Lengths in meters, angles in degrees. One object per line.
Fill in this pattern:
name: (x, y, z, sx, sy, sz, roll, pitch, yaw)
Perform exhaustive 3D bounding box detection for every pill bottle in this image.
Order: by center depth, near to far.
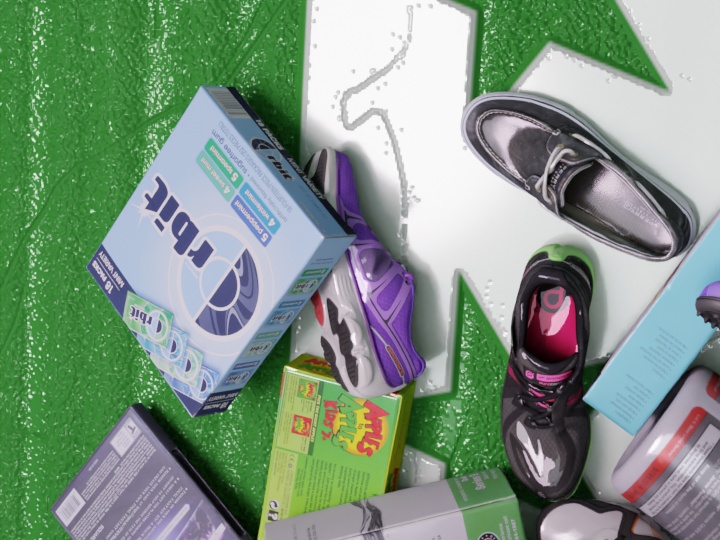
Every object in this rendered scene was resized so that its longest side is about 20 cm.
pill bottle: (0.294, 0.172, 1.127, 0.200, 0.116, 0.116, 38, 108, 8)

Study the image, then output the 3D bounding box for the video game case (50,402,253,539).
video game case: (-0.167, 0.233, 1.304, 0.200, 0.019, 0.143, 48, 117, 15)

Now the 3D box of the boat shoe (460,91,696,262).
boat shoe: (0.161, -0.073, 1.147, 0.199, 0.071, 0.072, 29, 107, 11)

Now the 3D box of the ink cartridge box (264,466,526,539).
ink cartridge box: (0.034, 0.252, 1.200, 0.199, 0.084, 0.147, -12, 102, -3)

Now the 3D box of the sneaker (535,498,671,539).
sneaker: (0.210, 0.224, 1.124, 0.200, 0.080, 0.074, 28, 91, 32)

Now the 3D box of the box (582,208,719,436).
box: (0.245, 0.023, 1.133, 0.049, 0.082, 0.200, 36, 108, 8)

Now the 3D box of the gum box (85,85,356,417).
gum box: (-0.116, -0.015, 1.215, 0.170, 0.044, 0.200, 51, 121, 23)

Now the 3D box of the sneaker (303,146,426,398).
sneaker: (0.000, 0.000, 1.220, 0.081, 0.083, 0.201, -25, 78, 63)

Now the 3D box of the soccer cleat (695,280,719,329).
soccer cleat: (0.320, 0.023, 1.080, 0.199, 0.068, 0.074, 13, 88, -25)

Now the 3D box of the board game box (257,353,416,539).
board game box: (-0.024, 0.179, 1.263, 0.101, 0.048, 0.201, 13, 104, 14)

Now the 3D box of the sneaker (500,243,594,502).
sneaker: (0.138, 0.082, 1.176, 0.076, 0.084, 0.201, 1, 100, 17)
